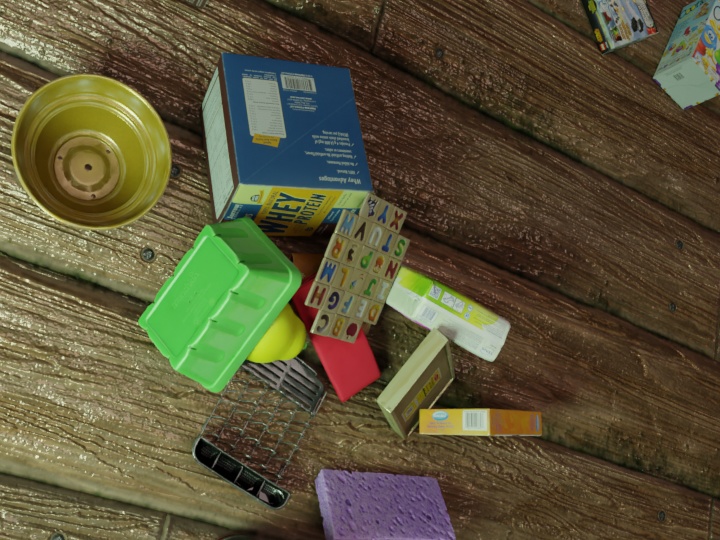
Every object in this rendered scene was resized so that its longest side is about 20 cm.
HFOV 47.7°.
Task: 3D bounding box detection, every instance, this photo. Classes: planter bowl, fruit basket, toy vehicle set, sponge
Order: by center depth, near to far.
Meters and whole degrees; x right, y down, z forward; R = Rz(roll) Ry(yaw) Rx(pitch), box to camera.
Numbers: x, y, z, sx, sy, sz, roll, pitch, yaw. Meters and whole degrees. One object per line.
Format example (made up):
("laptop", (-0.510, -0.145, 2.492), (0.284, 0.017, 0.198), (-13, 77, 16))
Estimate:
("planter bowl", (-0.353, -0.145, 1.068), (0.196, 0.083, 0.206), (5, 79, -26))
("fruit basket", (-0.160, 0.053, 1.080), (0.214, 0.218, 0.155), (-34, 63, -27))
("toy vehicle set", (0.083, 0.167, 1.161), (0.026, 0.201, 0.125), (36, 78, 20))
("sponge", (0.036, 0.344, 1.168), (0.195, 0.030, 0.113), (11, 36, -25))

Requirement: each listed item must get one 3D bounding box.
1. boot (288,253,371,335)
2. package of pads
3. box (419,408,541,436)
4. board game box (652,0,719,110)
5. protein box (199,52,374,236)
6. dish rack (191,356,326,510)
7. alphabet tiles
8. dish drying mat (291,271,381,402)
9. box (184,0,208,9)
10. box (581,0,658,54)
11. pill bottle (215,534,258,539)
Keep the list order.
("boot", (-0.037, -0.010, 1.210), (0.141, 0.070, 0.207), (17, 77, -23))
("package of pads", (0.117, 0.057, 1.203), (0.152, 0.200, 0.069), (28, 92, -19))
("box", (0.187, 0.228, 1.220), (0.198, 0.117, 0.043), (13, 74, -53))
("board game box", (0.687, -0.445, 1.637), (0.102, 0.104, 0.203), (36, 68, -16))
("protein box", (-0.108, -0.170, 1.142), (0.194, 0.135, 0.205), (0, 66, -26))
("dish rack", (-0.132, 0.205, 1.131), (0.152, 0.054, 0.203), (36, 67, -17))
("alphabet tiles", (0.000, 0.000, 1.129), (0.165, 0.006, 0.204), (20, 94, -53))
("dish drying mat", (-0.035, 0.092, 1.177), (0.076, 0.018, 0.203), (-32, 119, -16))
("box", (-0.295, -0.471, 1.165), (0.196, 0.075, 0.103), (21, 72, -24))
("box", (0.491, -0.537, 1.591), (0.135, 0.040, 0.204), (-21, 91, -27))
("pill bottle", (-0.134, 0.398, 1.011), (0.113, 0.199, 0.119), (5, 77, -25))
